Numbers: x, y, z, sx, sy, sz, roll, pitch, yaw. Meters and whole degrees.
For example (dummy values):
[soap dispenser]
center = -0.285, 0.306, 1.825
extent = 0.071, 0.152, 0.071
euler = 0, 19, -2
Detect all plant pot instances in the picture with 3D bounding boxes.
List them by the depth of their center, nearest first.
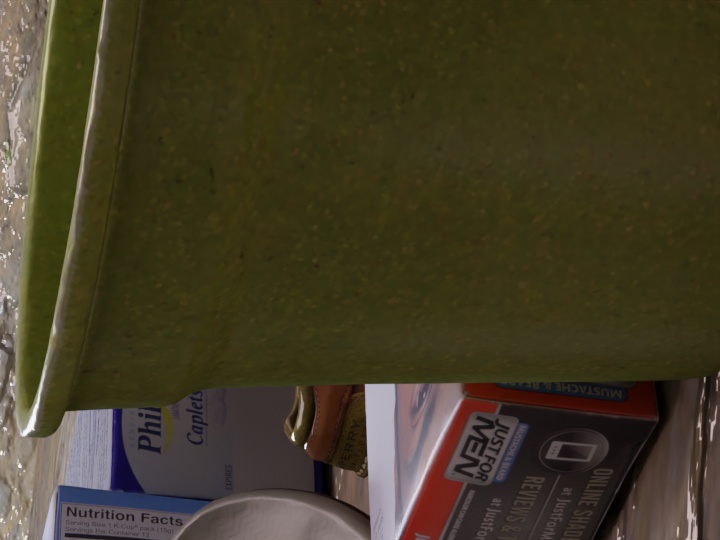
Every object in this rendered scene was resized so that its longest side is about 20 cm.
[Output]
[plant pot]
center = 0.013, -0.047, 0.686
extent = 0.200, 0.183, 0.202
euler = -173, 90, -80

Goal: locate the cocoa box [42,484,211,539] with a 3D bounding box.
[cocoa box]
center = -0.091, 0.211, 1.182
extent = 0.201, 0.132, 0.132
euler = 108, 164, -44

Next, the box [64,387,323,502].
[box]
center = -0.089, 0.114, 1.313
extent = 0.185, 0.104, 0.201
euler = -94, 15, -47

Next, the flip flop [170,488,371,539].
[flip flop]
center = -0.008, 0.133, 0.814
extent = 0.081, 0.057, 0.200
euler = -57, 44, 14

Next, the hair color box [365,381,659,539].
[hair color box]
center = 0.040, -0.002, 0.834
extent = 0.111, 0.063, 0.201
euler = 110, 162, -46

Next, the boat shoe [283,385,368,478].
[boat shoe]
center = 0.000, 0.000, 1.023
extent = 0.201, 0.067, 0.072
euler = -97, 16, -55
